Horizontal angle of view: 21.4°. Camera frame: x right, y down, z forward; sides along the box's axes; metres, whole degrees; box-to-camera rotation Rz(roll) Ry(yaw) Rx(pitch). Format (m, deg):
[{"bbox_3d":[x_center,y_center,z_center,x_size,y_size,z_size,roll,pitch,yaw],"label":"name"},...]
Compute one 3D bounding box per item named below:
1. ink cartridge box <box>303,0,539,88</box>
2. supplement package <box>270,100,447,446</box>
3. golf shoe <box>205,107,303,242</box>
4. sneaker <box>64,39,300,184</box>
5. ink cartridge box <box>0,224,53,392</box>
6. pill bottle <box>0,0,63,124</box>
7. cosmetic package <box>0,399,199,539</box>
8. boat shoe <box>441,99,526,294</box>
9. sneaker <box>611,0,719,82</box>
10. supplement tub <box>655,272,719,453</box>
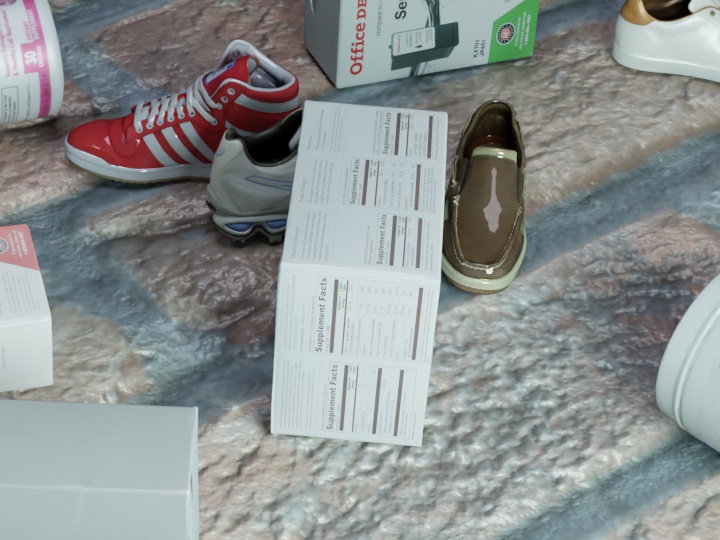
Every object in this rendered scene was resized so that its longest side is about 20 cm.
[{"bbox_3d":[0.057,-0.256,1.708,0.199,0.147,0.083,-12,42,-18],"label":"ink cartridge box"},{"bbox_3d":[0.000,0.000,1.370,0.110,0.156,0.200,6,38,1],"label":"supplement package"},{"bbox_3d":[-0.026,-0.086,1.526,0.199,0.098,0.078,-13,40,-23],"label":"golf shoe"},{"bbox_3d":[-0.143,-0.131,1.557,0.199,0.113,0.071,2,38,-2],"label":"sneaker"},{"bbox_3d":[-0.328,0.036,1.368,0.199,0.068,0.117,-6,39,-15],"label":"ink cartridge box"},{"bbox_3d":[-0.356,-0.170,1.588,0.199,0.114,0.114,-12,41,-19],"label":"pill bottle"},{"bbox_3d":[-0.201,0.145,1.211,0.199,0.107,0.090,2,39,-5],"label":"cosmetic package"},{"bbox_3d":[0.098,-0.066,1.527,0.074,0.075,0.203,5,38,1],"label":"boat shoe"},{"bbox_3d":[0.333,-0.220,1.737,0.199,0.085,0.073,4,36,-2],"label":"sneaker"},{"bbox_3d":[0.317,0.094,1.300,0.132,0.132,0.200,-30,48,-35],"label":"supplement tub"}]
